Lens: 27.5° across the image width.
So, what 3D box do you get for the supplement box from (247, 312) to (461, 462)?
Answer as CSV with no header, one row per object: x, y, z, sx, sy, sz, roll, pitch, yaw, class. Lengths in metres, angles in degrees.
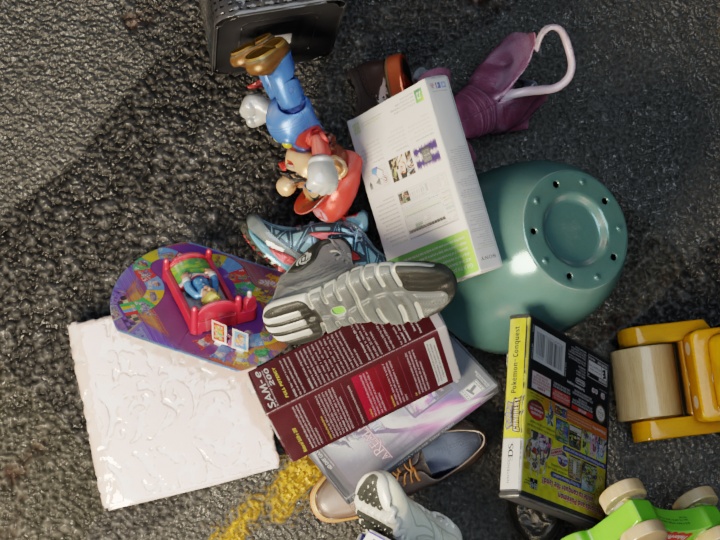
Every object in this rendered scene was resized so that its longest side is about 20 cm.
-0.004,0.107,1.504,0.200,0.109,0.061,-26,54,-5,supplement box

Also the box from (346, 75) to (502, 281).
0.062,-0.080,1.494,0.036,0.144,0.200,-12,85,-35,box

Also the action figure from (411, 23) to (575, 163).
0.127,-0.165,1.575,0.200,0.149,0.134,-34,108,-33,action figure

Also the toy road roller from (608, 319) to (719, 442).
0.377,0.110,1.568,0.200,0.146,0.123,-6,81,-8,toy road roller

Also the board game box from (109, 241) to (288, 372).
-0.156,0.020,1.519,0.200,0.039,0.158,18,43,11,board game box

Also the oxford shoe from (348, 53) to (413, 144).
0.028,-0.134,1.617,0.072,0.071,0.200,-9,80,15,oxford shoe

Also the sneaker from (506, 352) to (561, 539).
0.178,0.189,1.549,0.060,0.104,0.200,-1,78,14,sneaker

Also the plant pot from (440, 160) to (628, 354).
0.182,-0.023,1.533,0.200,0.161,0.201,6,76,-23,plant pot

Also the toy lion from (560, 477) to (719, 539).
0.263,0.297,1.528,0.200,0.192,0.069,11,43,-41,toy lion

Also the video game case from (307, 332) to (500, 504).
0.026,0.136,1.554,0.200,0.019,0.143,-35,56,-11,video game case

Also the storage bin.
-0.097,-0.284,1.548,0.135,0.200,0.094,-11,81,-8,storage bin

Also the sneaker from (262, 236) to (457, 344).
0.000,0.000,1.474,0.200,0.075,0.116,-12,38,15,sneaker

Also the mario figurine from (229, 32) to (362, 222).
-0.075,-0.132,1.493,0.106,0.124,0.200,-19,113,22,mario figurine

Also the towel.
-0.197,0.134,1.556,0.191,0.032,0.200,-12,83,-9,towel

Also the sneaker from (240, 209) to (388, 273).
-0.029,-0.028,1.572,0.200,0.079,0.096,24,95,-12,sneaker

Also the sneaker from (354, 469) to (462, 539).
0.057,0.270,1.514,0.081,0.075,0.200,-39,126,-20,sneaker

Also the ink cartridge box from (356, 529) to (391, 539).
0.066,0.343,1.477,0.197,0.200,0.047,28,42,-1,ink cartridge box

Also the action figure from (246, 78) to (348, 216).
-0.058,-0.120,1.592,0.052,0.065,0.200,-25,101,19,action figure

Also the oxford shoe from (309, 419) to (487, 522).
0.040,0.207,1.550,0.200,0.073,0.071,-26,86,-9,oxford shoe

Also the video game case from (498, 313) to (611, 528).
0.201,0.157,1.495,0.025,0.200,0.181,-6,70,33,video game case
